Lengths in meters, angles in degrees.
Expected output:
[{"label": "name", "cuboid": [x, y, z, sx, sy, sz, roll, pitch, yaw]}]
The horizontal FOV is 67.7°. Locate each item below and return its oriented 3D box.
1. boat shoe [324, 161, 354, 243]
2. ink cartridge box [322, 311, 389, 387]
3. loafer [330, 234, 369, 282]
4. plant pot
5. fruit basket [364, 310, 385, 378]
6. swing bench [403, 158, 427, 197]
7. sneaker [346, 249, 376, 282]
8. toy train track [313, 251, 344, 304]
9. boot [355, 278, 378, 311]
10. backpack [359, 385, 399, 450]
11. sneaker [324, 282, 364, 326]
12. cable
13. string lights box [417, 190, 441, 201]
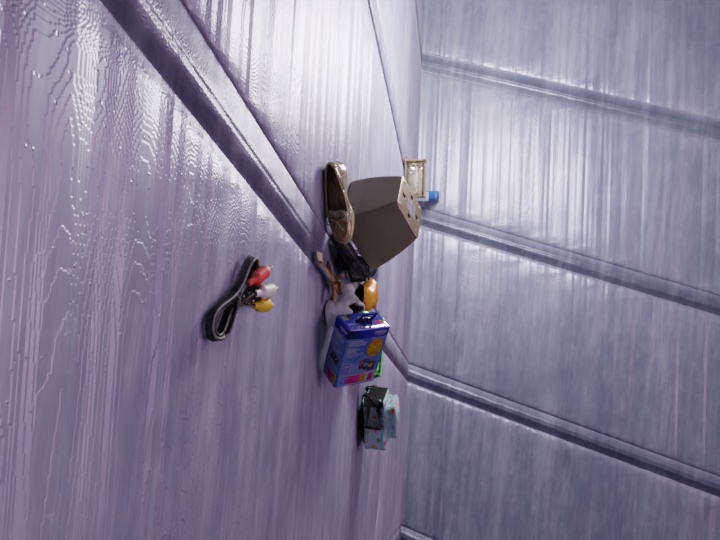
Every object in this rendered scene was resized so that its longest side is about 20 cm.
[{"label": "boat shoe", "cuboid": [-0.062, -0.169, 1.356, 0.062, 0.071, 0.208, -25, 107, -70]}, {"label": "ink cartridge box", "cuboid": [-0.009, 0.188, 1.382, 0.133, 0.076, 0.207, -3, 117, -36]}, {"label": "loafer", "cuboid": [-0.038, -0.029, 1.485, 0.202, 0.069, 0.069, 54, 7, -50]}, {"label": "plant pot", "cuboid": [0.075, -0.162, 1.596, 0.202, 0.172, 0.204, 52, 34, -32]}, {"label": "fruit basket", "cuboid": [-0.011, 0.222, 1.596, 0.214, 0.151, 0.224, -22, -116, 56]}, {"label": "swing bench", "cuboid": [0.299, -0.501, 2.931, 0.200, 0.124, 0.208, -48, 139, -80]}, {"label": "sneaker", "cuboid": [0.000, 0.000, 1.661, 0.199, 0.076, 0.083, 32, 56, -64]}, {"label": "toy train track", "cuboid": [-0.072, 0.008, 1.356, 0.201, 0.031, 0.118, 59, 20, -60]}, {"label": "boot", "cuboid": [0.014, 0.080, 1.750, 0.146, 0.068, 0.207, 80, 21, -55]}, {"label": "backpack", "cuboid": [0.070, 0.543, 1.947, 0.176, 0.147, 0.208, -47, 145, -80]}, {"label": "sneaker", "cuboid": [-0.031, 0.095, 1.466, 0.201, 0.095, 0.081, -64, 153, -63]}, {"label": "cable", "cuboid": [-0.179, 0.038, 0.839, 0.200, 0.048, 0.101, -53, 143, -72]}, {"label": "string lights box", "cuboid": [0.430, -0.479, 3.452, 0.197, 0.100, 0.061, -14, 108, -53]}]
